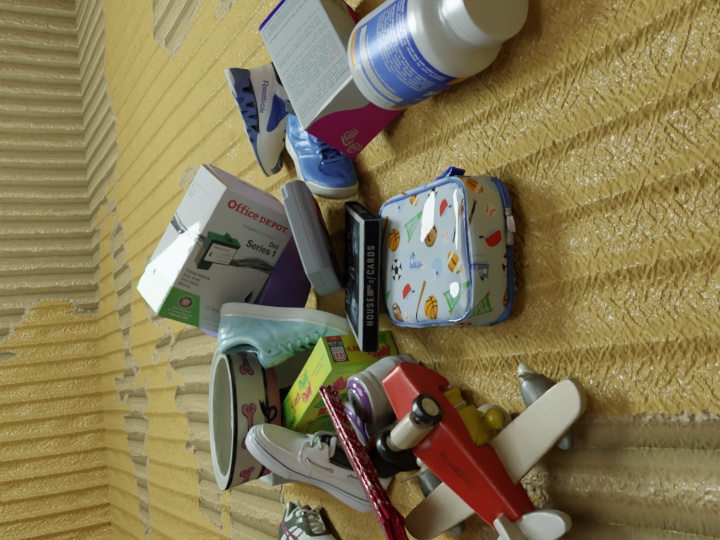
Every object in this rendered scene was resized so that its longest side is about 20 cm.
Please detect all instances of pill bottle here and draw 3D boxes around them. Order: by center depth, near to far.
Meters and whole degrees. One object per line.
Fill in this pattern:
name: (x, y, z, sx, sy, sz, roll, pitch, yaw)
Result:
pill bottle: (0.077, -0.243, 0.812, 0.199, 0.110, 0.115, -9, 85, 61)

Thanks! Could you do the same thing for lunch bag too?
lunch bag: (0.089, -0.021, 0.848, 0.199, 0.074, 0.164, -10, 81, 62)

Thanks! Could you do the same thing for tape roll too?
tape roll: (-0.171, 0.015, 1.241, 0.198, 0.084, 0.204, -18, 62, 38)

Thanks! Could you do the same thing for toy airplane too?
toy airplane: (0.123, 0.182, 0.767, 0.196, 0.141, 0.203, 1, 109, 27)

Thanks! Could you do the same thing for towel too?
towel: (0.012, 0.235, 0.880, 0.201, 0.022, 0.146, -123, 12, -47)

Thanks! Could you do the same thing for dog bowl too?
dog bowl: (-0.168, 0.209, 1.145, 0.200, 0.072, 0.205, 180, 90, -70)

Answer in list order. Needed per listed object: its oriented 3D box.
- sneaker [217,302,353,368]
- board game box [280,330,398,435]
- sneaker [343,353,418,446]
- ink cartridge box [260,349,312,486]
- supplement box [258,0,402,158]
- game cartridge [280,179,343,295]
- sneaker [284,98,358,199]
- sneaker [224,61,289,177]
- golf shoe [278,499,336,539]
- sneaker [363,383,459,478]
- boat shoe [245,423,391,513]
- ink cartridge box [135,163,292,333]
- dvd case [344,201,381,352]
sneaker: (-0.101, 0.096, 1.083, 0.074, 0.196, 0.084, 53, -137, -68)
board game box: (-0.034, 0.158, 1.060, 0.201, 0.100, 0.048, -59, 43, 45)
sneaker: (0.032, 0.161, 0.981, 0.075, 0.099, 0.201, 53, 162, 17)
ink cartridge box: (-0.137, 0.223, 1.274, 0.145, 0.081, 0.205, -3, 90, 61)
supplement box: (-0.038, -0.258, 1.002, 0.103, 0.100, 0.202, -41, 52, 23)
game cartridge: (-0.059, -0.035, 1.051, 0.200, 0.040, 0.136, 57, -161, -84)
sneaker: (-0.054, -0.187, 1.091, 0.201, 0.075, 0.113, -120, 29, -50)
sneaker: (-0.127, -0.240, 1.225, 0.201, 0.113, 0.081, 76, 171, -52)
golf shoe: (-0.078, 0.400, 1.194, 0.199, 0.076, 0.090, -17, 70, 60)
sneaker: (0.065, 0.210, 0.916, 0.083, 0.076, 0.201, 61, 145, 23)
boat shoe: (-0.050, 0.240, 1.039, 0.067, 0.197, 0.074, -58, 11, 24)
ink cartridge box: (-0.198, -0.025, 1.118, 0.084, 0.145, 0.202, 39, 102, 43)
dvd case: (0.000, 0.000, 0.985, 0.200, 0.024, 0.154, -127, 37, -77)
